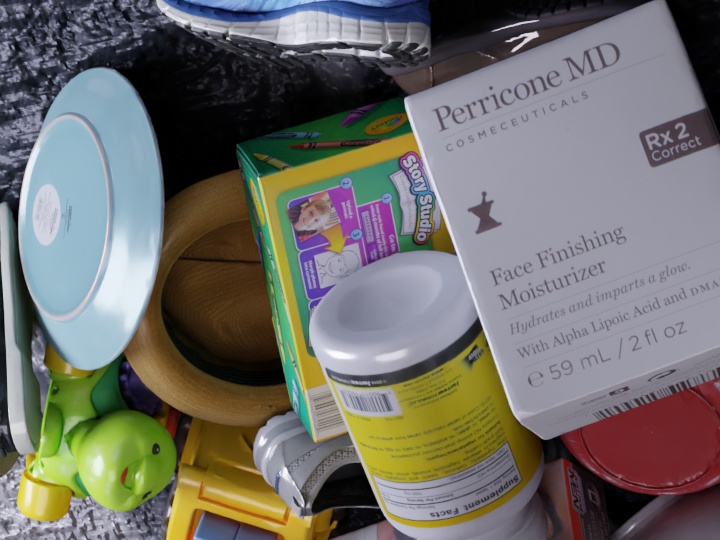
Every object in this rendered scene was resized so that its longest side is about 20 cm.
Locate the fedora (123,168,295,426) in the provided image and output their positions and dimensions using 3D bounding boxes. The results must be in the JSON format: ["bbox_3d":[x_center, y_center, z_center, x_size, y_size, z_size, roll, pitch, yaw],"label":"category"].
[{"bbox_3d":[-0.074,0.008,1.629,0.200,0.082,0.201,-7,114,-17],"label":"fedora"}]

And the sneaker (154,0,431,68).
[{"bbox_3d":[-0.038,-0.177,1.515,0.200,0.089,0.079,6,171,30],"label":"sneaker"}]

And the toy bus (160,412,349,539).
[{"bbox_3d":[-0.084,0.196,1.723,0.135,0.192,0.200,16,130,2],"label":"toy bus"}]

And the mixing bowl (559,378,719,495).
[{"bbox_3d":[0.199,0.076,1.608,0.200,0.108,0.200,8,128,10],"label":"mixing bowl"}]

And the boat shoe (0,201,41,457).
[{"bbox_3d":[-0.258,0.041,1.651,0.066,0.200,0.075,-10,150,2],"label":"boat shoe"}]

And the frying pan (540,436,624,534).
[{"bbox_3d":[0.130,0.139,1.722,0.190,0.031,0.115,10,129,0],"label":"frying pan"}]

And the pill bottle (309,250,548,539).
[{"bbox_3d":[0.050,0.097,1.532,0.112,0.113,0.200,-9,122,21],"label":"pill bottle"}]

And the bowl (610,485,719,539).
[{"bbox_3d":[0.223,0.207,1.672,0.090,0.201,0.201,51,129,16],"label":"bowl"}]

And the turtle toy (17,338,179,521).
[{"bbox_3d":[-0.178,0.107,1.689,0.101,0.200,0.146,11,106,-7],"label":"turtle toy"}]

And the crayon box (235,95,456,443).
[{"bbox_3d":[0.000,0.000,1.569,0.119,0.058,0.200,-17,117,-12],"label":"crayon box"}]

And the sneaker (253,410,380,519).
[{"bbox_3d":[0.032,0.129,1.638,0.200,0.082,0.075,-14,133,-13],"label":"sneaker"}]

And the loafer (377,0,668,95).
[{"bbox_3d":[0.109,-0.145,1.500,0.200,0.073,0.071,-12,127,34],"label":"loafer"}]

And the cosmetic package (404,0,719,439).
[{"bbox_3d":[0.142,-0.025,1.421,0.165,0.165,0.200,-21,79,7],"label":"cosmetic package"}]

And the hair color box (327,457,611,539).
[{"bbox_3d":[0.073,0.214,1.641,0.200,0.111,0.064,-22,147,26],"label":"hair color box"}]

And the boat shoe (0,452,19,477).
[{"bbox_3d":[-0.289,0.053,1.725,0.072,0.076,0.200,-9,91,41],"label":"boat shoe"}]

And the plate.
[{"bbox_3d":[-0.186,-0.034,1.590,0.026,0.200,0.200,2,137,-33],"label":"plate"}]
